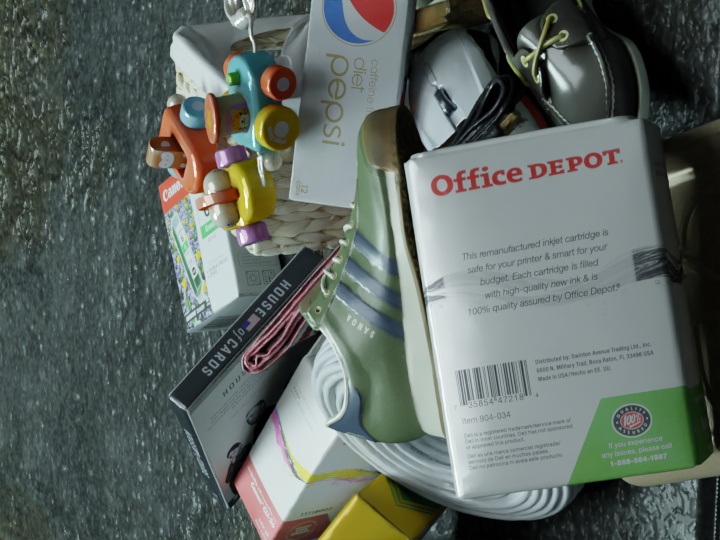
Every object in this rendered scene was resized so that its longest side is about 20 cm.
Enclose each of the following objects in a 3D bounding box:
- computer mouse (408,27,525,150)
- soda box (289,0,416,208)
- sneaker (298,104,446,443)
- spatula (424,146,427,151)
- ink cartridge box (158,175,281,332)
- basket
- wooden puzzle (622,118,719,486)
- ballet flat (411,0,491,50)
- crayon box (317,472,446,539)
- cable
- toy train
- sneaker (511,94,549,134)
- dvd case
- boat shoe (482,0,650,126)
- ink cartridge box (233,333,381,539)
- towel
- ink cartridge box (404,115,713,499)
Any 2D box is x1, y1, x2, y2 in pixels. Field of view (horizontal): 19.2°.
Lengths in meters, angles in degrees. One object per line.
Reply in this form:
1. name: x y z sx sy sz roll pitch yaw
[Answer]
1. computer mouse: 0.058 -0.114 1.419 0.110 0.044 0.200 -50 18 19
2. soda box: -0.001 -0.145 1.439 0.064 0.067 0.202 -51 -32 -80
3. sneaker: 0.001 0.007 1.281 0.089 0.067 0.202 -9 92 19
4. spatula: 0.040 -0.037 1.574 0.056 0.020 0.202 -152 62 -61
5. ink cartridge box: -0.126 -0.058 1.823 0.109 0.050 0.202 -32 67 56
6. basket: -0.053 -0.104 1.600 0.200 0.134 0.124 -133 40 -58
7. wooden puzzle: 0.205 0.023 1.287 0.185 0.046 0.202 -20 80 59
8. ballet flat: 0.035 -0.196 1.522 0.200 0.065 0.071 -13 84 59
9. crayon box: -0.006 0.203 1.472 0.051 0.200 0.126 39 101 6
10. cable: 0.064 0.092 1.398 0.199 0.200 0.070 -1 50 45
11. toy train: -0.105 -0.100 1.469 0.151 0.055 0.200 61 150 26
12. sneaker: 0.080 -0.049 1.421 0.067 0.107 0.202 -55 47 46
13. dvd case: -0.071 0.083 1.586 0.025 0.150 0.200 35 162 21
14. boat shoe: 0.123 -0.142 1.345 0.072 0.060 0.202 -54 35 27
15. ink cartridge box: -0.001 0.115 1.567 0.068 0.116 0.201 60 141 29
16. towel: 0.000 0.000 1.468 0.023 0.200 0.144 44 110 6
17. ink cartridge box: 0.116 0.022 1.241 0.144 0.084 0.202 -9 88 16
